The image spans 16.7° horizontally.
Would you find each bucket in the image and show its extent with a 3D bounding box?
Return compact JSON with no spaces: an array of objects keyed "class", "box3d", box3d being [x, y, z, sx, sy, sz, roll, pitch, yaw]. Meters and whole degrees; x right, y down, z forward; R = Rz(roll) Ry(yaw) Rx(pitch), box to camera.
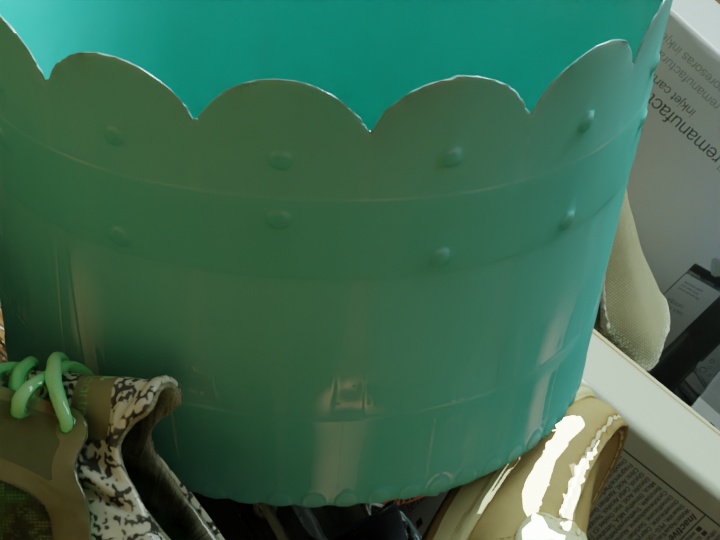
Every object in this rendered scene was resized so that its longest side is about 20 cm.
[{"class":"bucket","box3d":[-0.016,-0.038,0.703,0.206,0.135,0.208,3,31,-2]}]

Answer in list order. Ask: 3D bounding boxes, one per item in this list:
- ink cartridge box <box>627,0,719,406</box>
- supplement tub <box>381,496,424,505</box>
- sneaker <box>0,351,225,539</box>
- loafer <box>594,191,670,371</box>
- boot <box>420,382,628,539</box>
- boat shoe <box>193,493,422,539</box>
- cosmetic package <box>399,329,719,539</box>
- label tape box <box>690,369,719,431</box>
[{"class":"ink cartridge box","box3d":[0.108,-0.016,1.064,0.147,0.200,0.083,39,20,-15]},{"class":"supplement tub","box3d":[0.000,0.000,0.905,0.122,0.123,0.200,40,17,-14]},{"class":"sneaker","box3d":[-0.086,0.046,0.648,0.200,0.089,0.077,44,17,2]},{"class":"loafer","box3d":[0.092,0.004,0.990,0.068,0.201,0.076,5,30,-2]},{"class":"boot","box3d":[0.080,0.125,0.676,0.155,0.073,0.200,19,43,14]},{"class":"boat shoe","box3d":[-0.011,0.092,0.764,0.200,0.060,0.076,46,16,5]},{"class":"cosmetic package","box3d":[0.115,0.115,0.933,0.200,0.104,0.073,39,17,-21]},{"class":"label tape box","box3d":[0.194,0.071,1.046,0.063,0.200,0.144,43,14,25]}]
